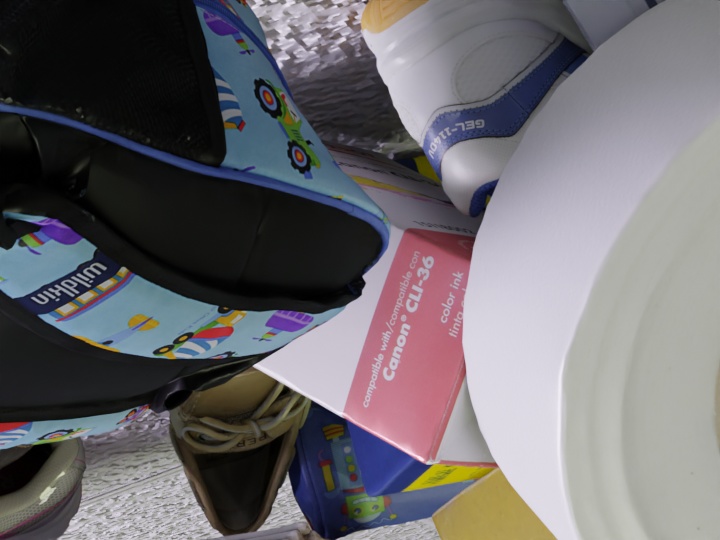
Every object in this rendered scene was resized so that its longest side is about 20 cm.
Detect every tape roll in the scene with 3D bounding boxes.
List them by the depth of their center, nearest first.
[{"bbox_3d":[0.134,0.016,0.593,0.202,0.203,0.071,-10,-156,-18],"label":"tape roll"}]

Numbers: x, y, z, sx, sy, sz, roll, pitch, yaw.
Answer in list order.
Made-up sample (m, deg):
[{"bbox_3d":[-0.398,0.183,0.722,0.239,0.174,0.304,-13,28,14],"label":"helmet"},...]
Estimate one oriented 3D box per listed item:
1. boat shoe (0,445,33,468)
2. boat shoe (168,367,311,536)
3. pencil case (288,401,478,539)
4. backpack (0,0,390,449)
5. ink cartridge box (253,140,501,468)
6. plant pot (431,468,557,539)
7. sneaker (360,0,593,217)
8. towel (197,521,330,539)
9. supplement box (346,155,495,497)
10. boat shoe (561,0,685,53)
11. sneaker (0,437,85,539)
[{"bbox_3d":[-0.146,0.029,0.751,0.073,0.075,0.200,-18,162,5],"label":"boat shoe"},{"bbox_3d":[-0.057,0.075,0.964,0.073,0.063,0.201,-11,161,-14],"label":"boat shoe"},{"bbox_3d":[0.058,0.079,1.052,0.199,0.087,0.078,-14,123,-7],"label":"pencil case"},{"bbox_3d":[-0.097,-0.029,0.533,0.182,0.135,0.200,-28,157,30],"label":"backpack"},{"bbox_3d":[0.000,0.000,0.705,0.200,0.068,0.116,26,-168,40],"label":"ink cartridge box"},{"bbox_3d":[0.178,0.151,0.824,0.195,0.201,0.194,-6,159,-30],"label":"plant pot"},{"bbox_3d":[0.077,-0.045,0.704,0.075,0.088,0.200,-32,157,35],"label":"sneaker"},{"bbox_3d":[-0.097,0.153,0.966,0.199,0.032,0.191,-10,167,7],"label":"towel"},{"bbox_3d":[0.095,0.014,0.849,0.199,0.110,0.109,-7,159,-22],"label":"supplement box"},{"bbox_3d":[0.115,-0.065,0.626,0.062,0.072,0.200,-29,133,16],"label":"boat shoe"},{"bbox_3d":[-0.208,0.093,0.884,0.199,0.082,0.088,-15,162,-30],"label":"sneaker"}]
